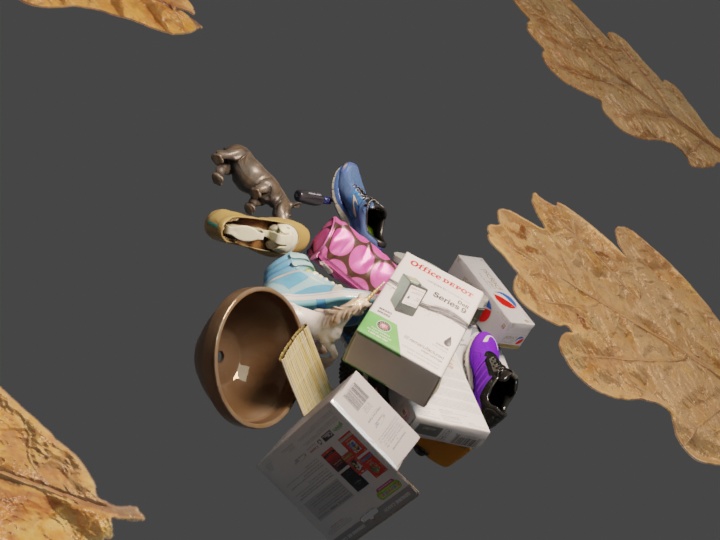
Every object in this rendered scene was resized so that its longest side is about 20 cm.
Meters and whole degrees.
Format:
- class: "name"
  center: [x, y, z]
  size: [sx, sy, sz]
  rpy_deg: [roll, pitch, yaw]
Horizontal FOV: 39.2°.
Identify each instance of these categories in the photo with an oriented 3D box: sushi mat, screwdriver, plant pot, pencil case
- class: "sushi mat"
  center: [-0.069, 0.185, 1.516]
  size: [0.096, 0.012, 0.201]
  rpy_deg: [-55, 133, -49]
- class: "screwdriver"
  center: [-0.043, -0.126, 1.878]
  size: [0.199, 0.028, 0.029]
  rpy_deg: [8, 23, -41]
- class: "plant pot"
  center: [-0.174, 0.125, 1.458]
  size: [0.200, 0.092, 0.203]
  rpy_deg: [4, 85, -56]
- class: "pencil case"
  center: [0.000, 0.000, 1.761]
  size: [0.199, 0.091, 0.094]
  rpy_deg: [36, 40, -18]

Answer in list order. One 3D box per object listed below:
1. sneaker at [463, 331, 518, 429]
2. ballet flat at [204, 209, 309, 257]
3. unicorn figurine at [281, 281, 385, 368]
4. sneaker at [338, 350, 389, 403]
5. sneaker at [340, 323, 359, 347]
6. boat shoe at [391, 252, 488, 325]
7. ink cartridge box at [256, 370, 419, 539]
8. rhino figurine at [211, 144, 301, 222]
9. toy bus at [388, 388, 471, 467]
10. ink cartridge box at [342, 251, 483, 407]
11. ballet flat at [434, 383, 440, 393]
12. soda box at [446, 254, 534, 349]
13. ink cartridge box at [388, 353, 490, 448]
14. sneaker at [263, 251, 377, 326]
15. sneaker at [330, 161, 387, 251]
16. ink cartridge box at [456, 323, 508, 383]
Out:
- class: "sneaker"
  center: [0.233, 0.185, 1.745]
  size: [0.069, 0.099, 0.202]
  rpy_deg: [32, 47, -26]
- class: "ballet flat"
  center: [-0.161, -0.055, 1.671]
  size: [0.198, 0.069, 0.063]
  rpy_deg: [7, 9, -33]
- class: "unicorn figurine"
  center: [-0.068, 0.084, 1.554]
  size: [0.198, 0.138, 0.074]
  rpy_deg: [4, 46, -11]
- class: "sneaker"
  center: [0.011, 0.218, 1.547]
  size: [0.090, 0.070, 0.202]
  rpy_deg: [23, 63, -36]
- class: "sneaker"
  center: [0.047, 0.110, 1.714]
  size: [0.199, 0.075, 0.087]
  rpy_deg: [26, 50, -28]
- class: "boat shoe"
  center: [0.137, 0.034, 1.868]
  size: [0.199, 0.064, 0.071]
  rpy_deg: [30, 16, 16]
- class: "ink cartridge box"
  center: [-0.019, 0.272, 1.422]
  size: [0.176, 0.200, 0.084]
  rpy_deg: [46, 38, 0]
- class: "rhino figurine"
  center: [-0.172, -0.138, 1.740]
  size: [0.200, 0.060, 0.088]
  rpy_deg: [44, 34, -8]
- class: "toy bus"
  center: [0.093, 0.238, 1.661]
  size: [0.200, 0.065, 0.079]
  rpy_deg: [39, 39, -10]
- class: "ink cartridge box"
  center: [0.083, 0.085, 1.545]
  size: [0.145, 0.084, 0.200]
  rpy_deg: [28, 46, 6]
- class: "ballet flat"
  center: [0.110, 0.115, 1.633]
  size: [0.069, 0.070, 0.201]
  rpy_deg: [30, 31, -20]
- class: "soda box"
  center: [0.240, 0.058, 1.905]
  size: [0.068, 0.064, 0.200]
  rpy_deg: [8, 33, -37]
- class: "ink cartridge box"
  center: [0.111, 0.188, 1.646]
  size: [0.161, 0.057, 0.201]
  rpy_deg: [17, 32, -34]
- class: "sneaker"
  center: [-0.067, 0.022, 1.642]
  size: [0.198, 0.080, 0.131]
  rpy_deg: [0, 49, -9]
- class: "sneaker"
  center: [0.008, -0.112, 1.844]
  size: [0.078, 0.089, 0.202]
  rpy_deg: [11, 57, -48]
- class: "ink cartridge box"
  center: [0.178, 0.141, 1.842]
  size: [0.198, 0.041, 0.201]
  rpy_deg: [4, 55, -41]
